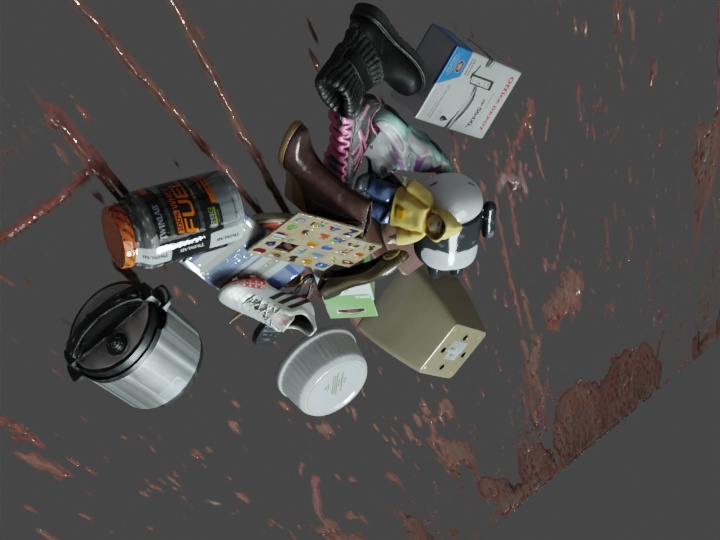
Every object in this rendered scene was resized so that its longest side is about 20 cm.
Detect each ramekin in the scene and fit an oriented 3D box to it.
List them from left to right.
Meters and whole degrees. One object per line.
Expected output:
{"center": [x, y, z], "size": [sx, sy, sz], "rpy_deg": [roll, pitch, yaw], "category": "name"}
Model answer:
{"center": [-0.076, 0.223, 1.963], "size": [0.201, 0.094, 0.204], "rpy_deg": [-25, 141, -22], "category": "ramekin"}

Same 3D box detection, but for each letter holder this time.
{"center": [0.044, -0.074, 1.763], "size": [0.142, 0.101, 0.201], "rpy_deg": [-36, 144, -6], "category": "letter holder"}

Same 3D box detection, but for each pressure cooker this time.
{"center": [-0.371, 0.115, 1.487], "size": [0.200, 0.177, 0.178], "rpy_deg": [49, 48, -52], "category": "pressure cooker"}

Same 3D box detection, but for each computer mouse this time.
{"center": [-0.151, 0.074, 1.770], "size": [0.058, 0.034, 0.200], "rpy_deg": [8, 129, -49], "category": "computer mouse"}

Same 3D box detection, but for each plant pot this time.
{"center": [0.152, 0.124, 2.006], "size": [0.199, 0.177, 0.201], "rpy_deg": [18, 115, -51], "category": "plant pot"}

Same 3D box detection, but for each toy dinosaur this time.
{"center": [-0.168, 0.014, 1.705], "size": [0.105, 0.061, 0.201], "rpy_deg": [13, 118, -19], "category": "toy dinosaur"}

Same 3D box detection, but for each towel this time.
{"center": [-0.204, -0.015, 1.606], "size": [0.146, 0.024, 0.200], "rpy_deg": [-36, 137, 12], "category": "towel"}

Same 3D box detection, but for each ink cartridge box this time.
{"center": [-0.029, 0.012, 1.776], "size": [0.103, 0.060, 0.201], "rpy_deg": [-4, 142, 10], "category": "ink cartridge box"}
{"center": [0.173, -0.333, 1.627], "size": [0.199, 0.084, 0.147], "rpy_deg": [6, 123, -46], "category": "ink cartridge box"}

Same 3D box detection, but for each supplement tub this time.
{"center": [-0.291, -0.076, 1.419], "size": [0.198, 0.123, 0.123], "rpy_deg": [-19, 139, -30], "category": "supplement tub"}

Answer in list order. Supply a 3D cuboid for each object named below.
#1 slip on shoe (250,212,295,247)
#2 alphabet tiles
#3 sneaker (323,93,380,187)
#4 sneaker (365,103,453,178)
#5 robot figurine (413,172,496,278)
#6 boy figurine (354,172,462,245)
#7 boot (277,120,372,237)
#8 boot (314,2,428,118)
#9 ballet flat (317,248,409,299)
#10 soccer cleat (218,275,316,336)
{"center": [-0.106, -0.064, 1.623], "size": [0.198, 0.074, 0.062], "rpy_deg": [14, 85, -36], "category": "slip on shoe"}
{"center": [-0.069, -0.045, 1.568], "size": [0.198, 0.008, 0.167], "rpy_deg": [13, 151, -35], "category": "alphabet tiles"}
{"center": [-0.009, -0.217, 1.568], "size": [0.094, 0.079, 0.202], "rpy_deg": [-14, 135, -25], "category": "sneaker"}
{"center": [0.066, -0.197, 1.660], "size": [0.199, 0.078, 0.140], "rpy_deg": [34, 109, -29], "category": "sneaker"}
{"center": [0.160, -0.083, 1.675], "size": [0.150, 0.124, 0.202], "rpy_deg": [-33, 141, -34], "category": "robot figurine"}
{"center": [0.080, -0.097, 1.586], "size": [0.064, 0.199, 0.126], "rpy_deg": [-18, 131, -60], "category": "boy figurine"}
{"center": [-0.051, -0.151, 1.523], "size": [0.073, 0.165, 0.201], "rpy_deg": [-55, 163, -30], "category": "boot"}
{"center": [0.017, -0.304, 1.466], "size": [0.211, 0.079, 0.159], "rpy_deg": [39, 69, -45], "category": "boot"}
{"center": [0.000, 0.000, 1.669], "size": [0.199, 0.047, 0.067], "rpy_deg": [-23, -169, 31], "category": "ballet flat"}
{"center": [-0.161, 0.067, 1.628], "size": [0.199, 0.086, 0.069], "rpy_deg": [18, 123, -38], "category": "soccer cleat"}
